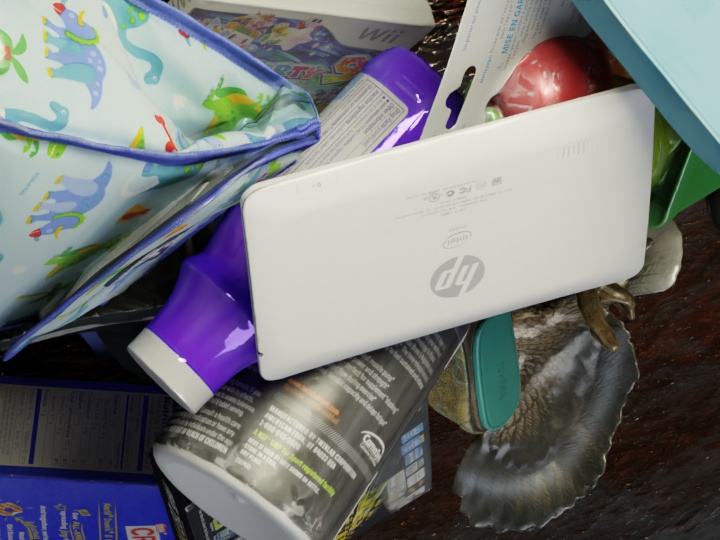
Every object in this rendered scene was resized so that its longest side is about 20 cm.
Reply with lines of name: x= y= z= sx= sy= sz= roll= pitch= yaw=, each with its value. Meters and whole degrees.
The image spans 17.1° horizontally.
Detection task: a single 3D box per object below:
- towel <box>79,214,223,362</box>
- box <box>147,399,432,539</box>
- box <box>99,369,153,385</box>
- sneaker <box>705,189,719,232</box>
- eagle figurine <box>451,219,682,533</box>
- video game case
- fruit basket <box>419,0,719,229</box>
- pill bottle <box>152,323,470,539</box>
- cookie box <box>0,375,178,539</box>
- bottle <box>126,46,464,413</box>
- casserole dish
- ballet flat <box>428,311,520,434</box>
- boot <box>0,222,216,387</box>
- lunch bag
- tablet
towel: x=-0.082 y=-0.008 z=1.389 sx=0.199 sy=0.024 sz=0.145 roll=-20 pitch=157 yaw=2
box: x=-0.037 y=0.117 z=1.399 sx=0.161 sy=0.049 sz=0.200 roll=-33 pitch=156 yaw=-14
box: x=-0.073 y=0.074 z=1.503 sx=0.199 sy=0.065 sz=0.070 roll=-24 pitch=159 yaw=35
sneaker: x=0.299 y=-0.068 z=1.399 sx=0.199 sy=0.088 sz=0.076 roll=-25 pitch=117 yaw=7
eagle figurine: x=0.102 y=0.043 z=1.488 sx=0.150 sy=0.152 sz=0.201 roll=20 pitch=137 yaw=4
video game case: x=-0.075 y=-0.084 z=1.201 sx=0.143 sy=0.018 sz=0.200 roll=2 pitch=152 yaw=-39
fruit basket: x=0.107 y=-0.095 z=1.152 sx=0.199 sy=0.094 sz=0.186 roll=-5 pitch=126 yaw=-34
pill bottle: x=-0.012 y=0.043 z=1.241 sx=0.200 sy=0.106 sz=0.106 roll=-55 pitch=167 yaw=-18
cookie box: x=-0.206 y=0.135 z=1.463 sx=0.199 sy=0.076 sz=0.172 roll=4 pitch=147 yaw=-3
bottle: x=-0.029 y=-0.018 z=1.168 sx=0.200 sy=0.065 sz=0.084 roll=-46 pitch=166 yaw=-8
casserole dish: x=0.156 y=-0.121 z=1.076 sx=0.039 sy=0.200 sz=0.121 roll=-16 pitch=-149 yaw=55
ballet flat: x=0.057 y=0.008 z=1.363 sx=0.070 sy=0.071 sz=0.201 roll=-12 pitch=131 yaw=-12
boot: x=-0.149 y=0.023 z=1.285 sx=0.199 sy=0.077 sz=0.168 roll=-5 pitch=162 yaw=8
lunch bag: x=-0.140 y=-0.046 z=1.083 sx=0.199 sy=0.128 sz=0.170 roll=11 pitch=145 yaw=-44
tablet: x=0.043 y=-0.016 z=1.119 sx=0.199 sy=0.014 sz=0.131 roll=-15 pitch=138 yaw=-10
